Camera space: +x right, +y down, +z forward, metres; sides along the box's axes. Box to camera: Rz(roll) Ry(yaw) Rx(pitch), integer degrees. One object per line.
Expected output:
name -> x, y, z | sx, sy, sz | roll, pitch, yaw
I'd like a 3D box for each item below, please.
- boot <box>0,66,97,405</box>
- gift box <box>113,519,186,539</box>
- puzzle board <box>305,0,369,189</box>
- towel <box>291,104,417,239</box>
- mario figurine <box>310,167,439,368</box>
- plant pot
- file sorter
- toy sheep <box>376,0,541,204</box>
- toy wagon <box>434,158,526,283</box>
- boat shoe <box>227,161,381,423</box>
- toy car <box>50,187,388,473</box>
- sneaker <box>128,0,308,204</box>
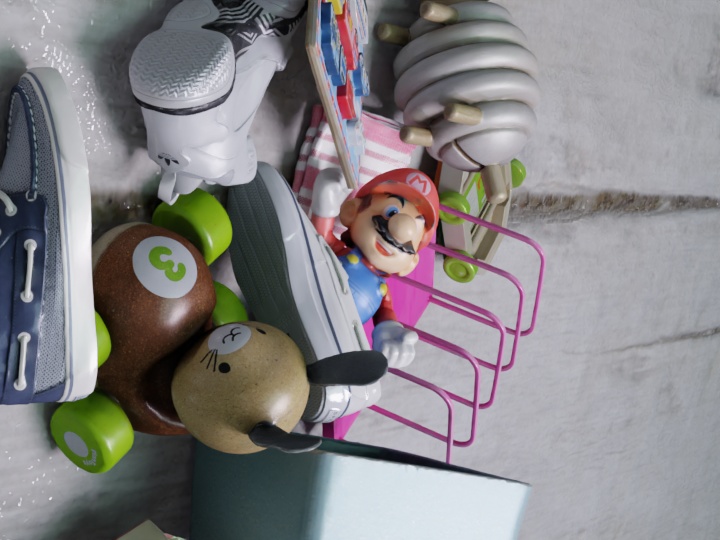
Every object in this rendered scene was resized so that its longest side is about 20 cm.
boot -> -0.210, -0.018, 0.904 | 0.089, 0.073, 0.203 | -6, 92, -28
gift box -> -0.148, 0.300, 1.046 | 0.199, 0.186, 0.186 | -26, 129, -29
puzzle board -> -0.012, -0.172, 1.112 | 0.200, 0.017, 0.152 | 73, 18, -64
towel -> -0.017, -0.033, 1.264 | 0.146, 0.030, 0.202 | 8, 98, -60
mario figurine -> 0.000, 0.000, 1.189 | 0.201, 0.105, 0.124 | -56, 143, -20
plant pot -> -0.018, 0.233, 1.147 | 0.194, 0.196, 0.202 | 14, 85, -32
file sorter -> 0.065, 0.061, 1.320 | 0.201, 0.124, 0.140 | -55, 157, -37
toy sheep -> 0.087, -0.151, 1.273 | 0.137, 0.137, 0.202 | 12, 67, -60
toy wagon -> 0.108, -0.094, 1.420 | 0.156, 0.039, 0.201 | -59, 149, -42
boat shoe -> -0.042, 0.015, 1.126 | 0.066, 0.073, 0.202 | -5, 73, -41
toy car -> -0.089, 0.059, 1.015 | 0.164, 0.198, 0.159 | -45, 141, -39
sneaker -> -0.091, -0.134, 1.049 | 0.200, 0.074, 0.116 | -52, 155, -44
